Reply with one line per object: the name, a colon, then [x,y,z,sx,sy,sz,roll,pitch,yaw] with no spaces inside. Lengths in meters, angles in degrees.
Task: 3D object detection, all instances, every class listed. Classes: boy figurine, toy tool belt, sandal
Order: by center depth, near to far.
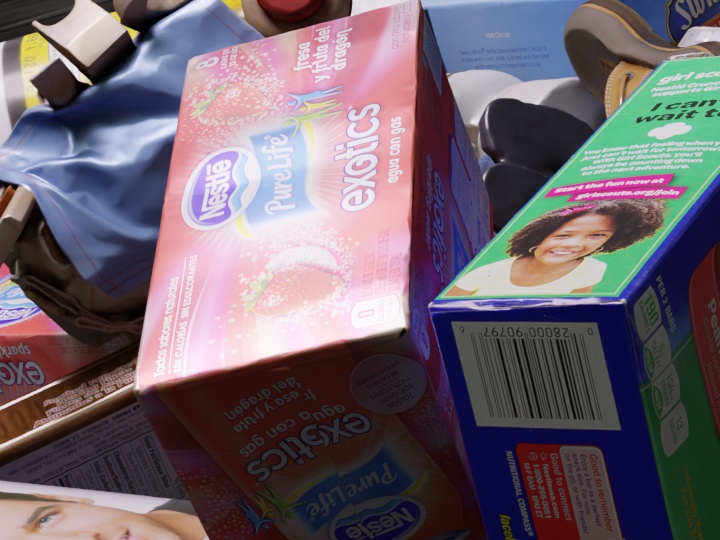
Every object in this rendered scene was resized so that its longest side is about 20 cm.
toy tool belt: [-0.079,-0.066,1.051,0.200,0.125,0.123,-50,-11,-5]
sandal: [0.128,-0.066,1.106,0.055,0.082,0.200,-30,31,-9]
boy figurine: [0.036,-0.006,1.135,0.200,0.064,0.124,-39,39,55]

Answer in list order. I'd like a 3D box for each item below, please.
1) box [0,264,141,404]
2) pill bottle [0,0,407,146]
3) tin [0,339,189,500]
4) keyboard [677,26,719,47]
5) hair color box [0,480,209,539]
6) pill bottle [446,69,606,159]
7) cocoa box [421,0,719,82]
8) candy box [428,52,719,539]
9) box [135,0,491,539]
box: [-0.128,0.052,1.211,0.200,0.103,0.095,-1,27,43]
pill bottle: [-0.067,-0.074,1.170,0.200,0.111,0.111,-15,19,3]
tin: [-0.089,0.092,1.048,0.200,0.112,0.042,-26,29,-9]
keyboard: [0.125,-0.039,1.158,0.056,0.011,0.200,1,49,51]
hair color box: [-0.085,0.129,0.929,0.200,0.061,0.099,3,20,22]
pill bottle: [0.032,-0.039,1.261,0.200,0.113,0.113,-3,26,43]
cocoa box: [0.124,-0.109,1.321,0.133,0.131,0.200,-35,23,-33]
candy box: [0.114,0.038,0.876,0.077,0.169,0.200,-1,27,30]
box: [-0.010,0.006,0.908,0.095,0.103,0.200,-14,36,13]
